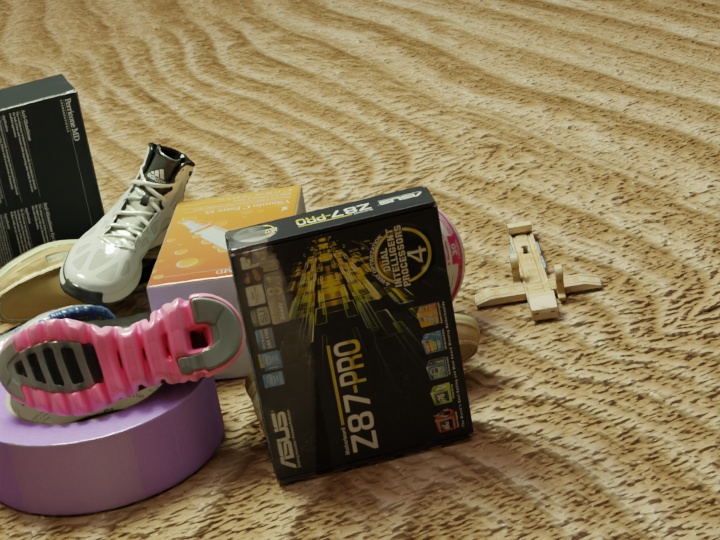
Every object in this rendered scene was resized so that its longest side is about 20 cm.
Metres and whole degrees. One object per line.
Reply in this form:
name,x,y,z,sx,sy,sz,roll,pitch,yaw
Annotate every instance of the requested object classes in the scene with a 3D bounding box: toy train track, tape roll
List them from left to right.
tape roll,-0.214,0.119,1.455,0.199,0.066,0.200,-8,23,3
toy train track,0.156,-0.011,1.640,0.114,0.033,0.200,-9,22,2

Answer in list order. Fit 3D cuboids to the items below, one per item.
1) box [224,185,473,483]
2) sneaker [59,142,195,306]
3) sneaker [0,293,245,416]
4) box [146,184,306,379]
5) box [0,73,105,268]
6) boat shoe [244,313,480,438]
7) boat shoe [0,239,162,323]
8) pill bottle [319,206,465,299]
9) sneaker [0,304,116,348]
box,-0.007,0.049,1.358,0.160,0.201,0.049,-12,23,-6
sneaker,-0.219,-0.057,1.689,0.075,0.116,0.201,25,36,5
sneaker,-0.186,0.066,1.417,0.199,0.080,0.095,-9,2,1
box,-0.112,0.010,1.620,0.124,0.098,0.200,-7,24,6
box,-0.334,-0.077,1.776,0.140,0.201,0.079,-15,24,-14
boat shoe,0.009,0.090,1.445,0.199,0.071,0.065,-17,61,-11
boat shoe,-0.266,0.008,1.728,0.199,0.072,0.076,-24,39,-30
pill bottle,0.000,0.000,1.507,0.113,0.114,0.200,3,7,27
sneaker,-0.311,0.076,1.579,0.199,0.076,0.088,-25,27,-33
